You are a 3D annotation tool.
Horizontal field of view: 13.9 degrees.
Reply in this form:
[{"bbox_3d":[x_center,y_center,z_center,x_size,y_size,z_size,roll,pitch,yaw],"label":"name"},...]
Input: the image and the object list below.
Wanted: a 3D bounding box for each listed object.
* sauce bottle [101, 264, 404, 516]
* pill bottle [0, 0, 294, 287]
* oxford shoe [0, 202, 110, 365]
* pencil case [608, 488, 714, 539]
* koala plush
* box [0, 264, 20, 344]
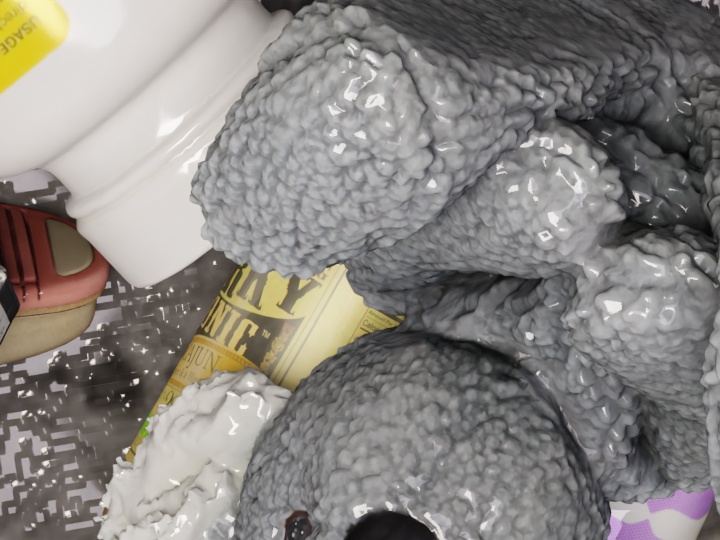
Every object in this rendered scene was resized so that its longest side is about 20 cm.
[{"bbox_3d":[0.000,0.000,0.828,0.065,0.065,0.200,30,90,-13],"label":"sauce bottle"},{"bbox_3d":[-0.096,-0.095,0.772,0.111,0.111,0.200,-42,102,-2],"label":"pill bottle"},{"bbox_3d":[-0.165,0.028,0.809,0.199,0.070,0.075,-9,118,-4],"label":"oxford shoe"},{"bbox_3d":[0.072,0.029,0.839,0.085,0.084,0.200,26,92,12],"label":"pencil case"},{"bbox_3d":[0.035,0.037,0.739,0.177,0.184,0.200,29,113,3],"label":"koala plush"},{"bbox_3d":[-0.200,0.055,0.730,0.161,0.049,0.200,27,79,4],"label":"box"}]
